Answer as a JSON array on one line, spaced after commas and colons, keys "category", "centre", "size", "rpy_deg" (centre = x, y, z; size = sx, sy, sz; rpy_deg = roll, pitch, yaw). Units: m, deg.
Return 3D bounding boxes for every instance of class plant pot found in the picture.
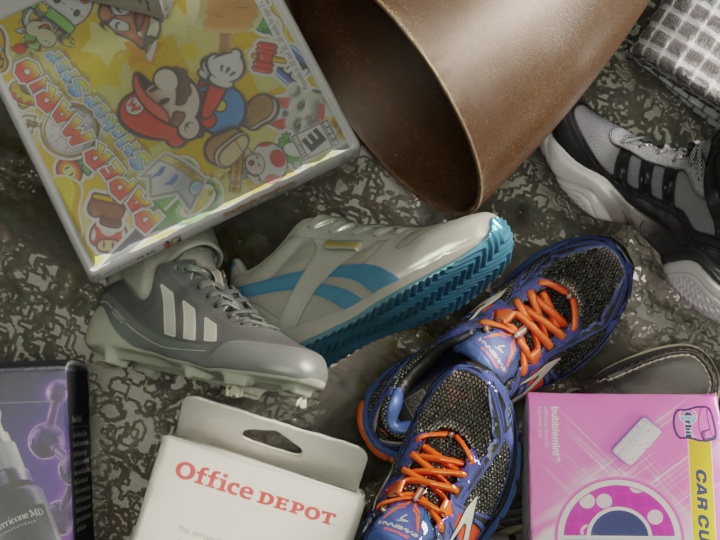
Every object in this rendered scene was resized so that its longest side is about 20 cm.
[{"category": "plant pot", "centre": [0.086, -0.167, 1.522], "size": [0.200, 0.187, 0.187], "rpy_deg": [-37, 88, -16]}]

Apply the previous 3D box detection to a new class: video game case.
[{"category": "video game case", "centre": [-0.124, -0.118, 1.520], "size": [0.181, 0.023, 0.201], "rpy_deg": [-26, 75, -8]}]

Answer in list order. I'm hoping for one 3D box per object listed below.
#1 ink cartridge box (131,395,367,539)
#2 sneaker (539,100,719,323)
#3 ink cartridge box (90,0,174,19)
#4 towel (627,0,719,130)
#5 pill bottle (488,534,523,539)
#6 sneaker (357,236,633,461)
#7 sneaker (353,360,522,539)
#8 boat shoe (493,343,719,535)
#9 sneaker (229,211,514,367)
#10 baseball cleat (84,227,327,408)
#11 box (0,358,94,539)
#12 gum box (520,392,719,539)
[{"category": "ink cartridge box", "centre": [-0.077, 0.187, 1.520], "size": [0.128, 0.125, 0.201], "rpy_deg": [18, 87, 0]}, {"category": "sneaker", "centre": [0.199, -0.065, 1.517], "size": [0.200, 0.075, 0.114], "rpy_deg": [46, 120, 27]}, {"category": "ink cartridge box", "centre": [-0.193, -0.253, 1.508], "size": [0.199, 0.086, 0.147], "rpy_deg": [14, 73, 7]}, {"category": "towel", "centre": [0.289, -0.145, 1.554], "size": [0.199, 0.086, 0.166], "rpy_deg": [33, 89, 1]}, {"category": "pill bottle", "centre": [0.120, 0.216, 1.527], "size": [0.199, 0.110, 0.110], "rpy_deg": [2, 88, 0]}, {"category": "sneaker", "centre": [0.088, 0.052, 1.541], "size": [0.200, 0.078, 0.075], "rpy_deg": [-40, 88, -1]}, {"category": "sneaker", "centre": [0.037, 0.147, 1.449], "size": [0.075, 0.078, 0.201], "rpy_deg": [17, 84, 18]}, {"category": "boat shoe", "centre": [0.137, 0.109, 1.553], "size": [0.199, 0.065, 0.072], "rpy_deg": [-26, 86, -2]}, {"category": "sneaker", "centre": [0.000, 0.000, 1.520], "size": [0.199, 0.076, 0.081], "rpy_deg": [-23, 70, 27]}, {"category": "baseball cleat", "centre": [-0.092, 0.022, 1.510], "size": [0.199, 0.070, 0.107], "rpy_deg": [7, 80, 41]}, {"category": "box", "centre": [-0.240, 0.157, 1.532], "size": [0.147, 0.104, 0.201], "rpy_deg": [-4, 88, 0]}, {"category": "gum box", "centre": [0.152, 0.174, 1.449], "size": [0.113, 0.066, 0.201], "rpy_deg": [1, 64, 0]}]
